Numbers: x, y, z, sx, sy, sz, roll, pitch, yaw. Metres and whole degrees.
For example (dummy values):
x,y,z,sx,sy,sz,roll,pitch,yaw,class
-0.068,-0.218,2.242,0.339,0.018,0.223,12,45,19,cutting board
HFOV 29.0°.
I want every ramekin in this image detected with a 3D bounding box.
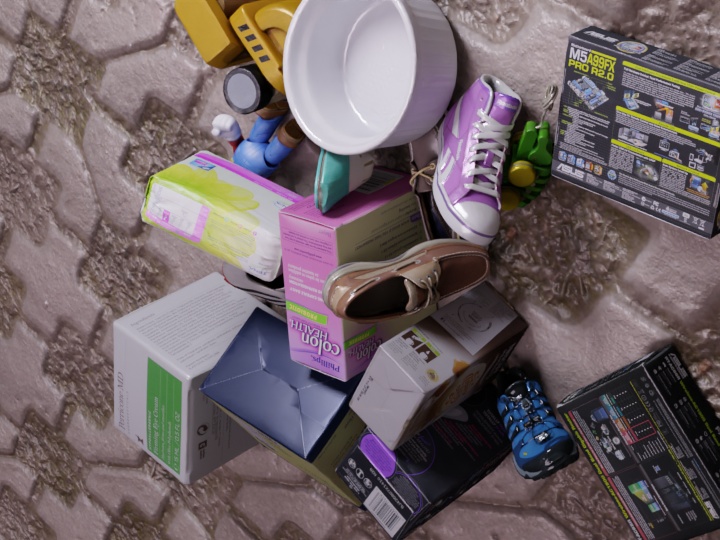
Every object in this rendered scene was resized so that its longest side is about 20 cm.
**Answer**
x,y,z,sx,sy,sz,roll,pitch,yaw,class
0.015,-0.233,1.578,0.199,0.097,0.202,6,99,42,ramekin

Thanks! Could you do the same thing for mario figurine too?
x,y,z,sx,sy,sz,roll,pitch,yaw,class
-0.151,-0.128,1.829,0.200,0.105,0.124,-55,35,38,mario figurine

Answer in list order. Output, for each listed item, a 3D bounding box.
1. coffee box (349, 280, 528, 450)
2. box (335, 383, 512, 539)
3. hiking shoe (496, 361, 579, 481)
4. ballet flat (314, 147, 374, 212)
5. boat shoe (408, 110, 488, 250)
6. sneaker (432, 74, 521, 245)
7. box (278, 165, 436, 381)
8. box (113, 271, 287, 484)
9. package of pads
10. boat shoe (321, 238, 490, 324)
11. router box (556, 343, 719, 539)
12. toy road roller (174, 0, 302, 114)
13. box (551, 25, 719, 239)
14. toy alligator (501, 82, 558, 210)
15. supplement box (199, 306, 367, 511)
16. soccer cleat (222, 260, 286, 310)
x,y,z,sx,sy,sz,roll,pitch,yaw,class
0.093,0.109,1.631,0.080,0.199,0.115,44,137,18,coffee box
0.088,0.217,1.693,0.122,0.199,0.106,49,138,15,box
0.189,0.173,1.587,0.087,0.074,0.200,60,180,-14,hiking shoe
-0.018,-0.138,1.648,0.070,0.201,0.068,3,126,-1,ballet flat
0.092,-0.099,1.629,0.072,0.059,0.202,-4,108,47,boat shoe
0.131,-0.130,1.499,0.114,0.072,0.202,-53,31,42,sneaker
0.000,0.000,1.689,0.096,0.175,0.202,17,123,39,box
-0.226,0.150,1.987,0.171,0.199,0.200,32,132,33,box
-0.157,-0.071,1.734,0.199,0.154,0.069,25,115,12,package of pads
0.058,0.020,1.578,0.072,0.198,0.076,-125,21,-60,boat shoe
0.329,0.200,1.539,0.150,0.062,0.201,-35,84,49,router box
-0.114,-0.300,1.699,0.146,0.123,0.201,-36,85,35,toy road roller
0.292,-0.141,1.411,0.199,0.044,0.161,26,127,35,box
0.190,-0.123,1.519,0.054,0.060,0.201,17,138,-10,toy alligator
-0.064,0.182,1.815,0.199,0.135,0.200,28,166,34,supplement box
-0.082,0.021,1.792,0.085,0.199,0.069,-11,59,65,soccer cleat
